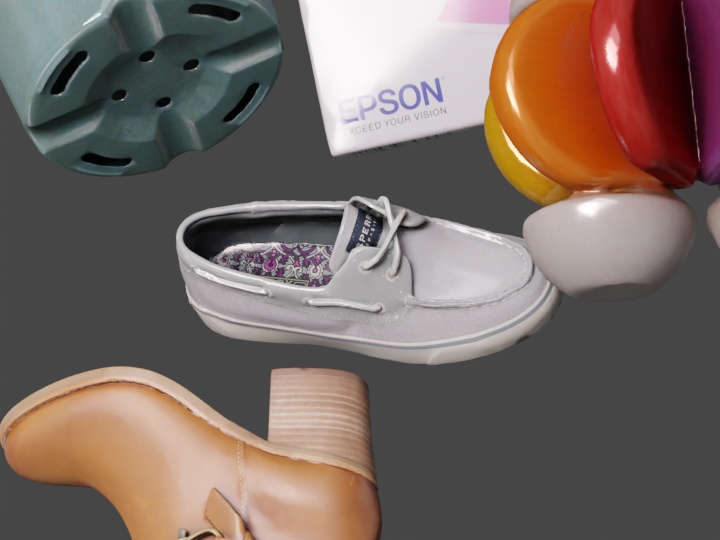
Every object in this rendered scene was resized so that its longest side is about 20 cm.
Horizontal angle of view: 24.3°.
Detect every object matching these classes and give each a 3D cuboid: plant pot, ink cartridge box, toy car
[{"bbox_3d":[-0.144,-0.173,0.935,0.199,0.201,0.197,-26,62,0],"label":"plant pot"},{"bbox_3d":[0.059,-0.178,0.891,0.194,0.043,0.203,-13,92,10],"label":"ink cartridge box"},{"bbox_3d":[0.154,-0.087,0.773,0.197,0.150,0.177,-5,75,6],"label":"toy car"}]

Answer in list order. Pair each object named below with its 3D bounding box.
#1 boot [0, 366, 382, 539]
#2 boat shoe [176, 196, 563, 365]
[{"bbox_3d":[-0.089,0.127,0.785,0.198,0.074,0.156,-6,60,17],"label":"boot"},{"bbox_3d":[0.000,-0.001,0.837,0.198,0.072,0.071,1,57,16],"label":"boat shoe"}]
